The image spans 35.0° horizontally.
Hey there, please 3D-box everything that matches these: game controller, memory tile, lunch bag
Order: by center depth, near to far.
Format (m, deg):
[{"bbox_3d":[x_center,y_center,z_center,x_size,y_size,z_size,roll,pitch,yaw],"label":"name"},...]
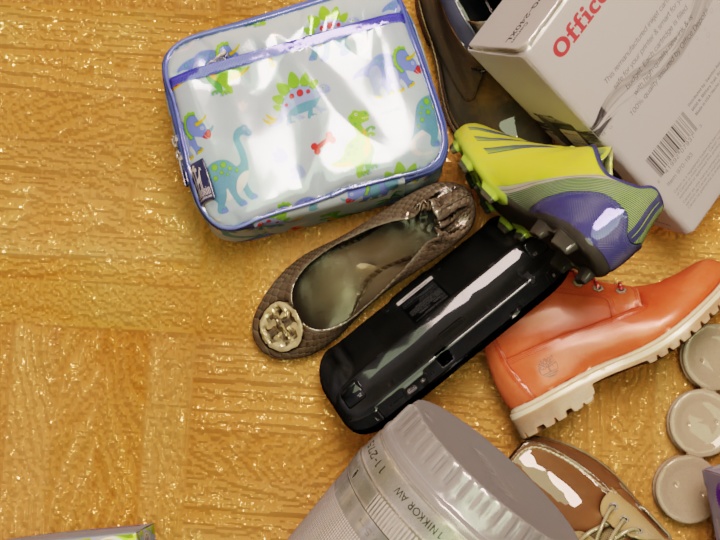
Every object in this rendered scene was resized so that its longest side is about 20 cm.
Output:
[{"bbox_3d":[0.057,0.035,0.829,0.199,0.104,0.042,-38,112,-3],"label":"game controller"},{"bbox_3d":[0.325,0.130,0.851,0.197,0.017,0.155,12,84,2],"label":"memory tile"},{"bbox_3d":[-0.043,-0.118,0.854,0.197,0.082,0.163,-14,81,-1],"label":"lunch bag"}]

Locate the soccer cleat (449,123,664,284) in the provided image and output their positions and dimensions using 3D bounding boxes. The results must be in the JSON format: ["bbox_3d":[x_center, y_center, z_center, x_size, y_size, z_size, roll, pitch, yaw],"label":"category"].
[{"bbox_3d":[0.130,-0.060,0.780,0.084,0.200,0.065,-40,125,-2],"label":"soccer cleat"}]

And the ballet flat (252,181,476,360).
[{"bbox_3d":[0.000,0.000,0.844,0.199,0.046,0.068,-33,88,9],"label":"ballet flat"}]

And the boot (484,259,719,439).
[{"bbox_3d":[0.179,0.028,0.839,0.198,0.075,0.108,-29,79,-1],"label":"boot"}]

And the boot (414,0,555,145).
[{"bbox_3d":[0.094,-0.148,0.844,0.074,0.097,0.202,-26,84,-2],"label":"boot"}]

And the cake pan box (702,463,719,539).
[{"bbox_3d":[0.346,0.209,0.799,0.182,0.052,0.203,-10,89,-13],"label":"cake pan box"}]

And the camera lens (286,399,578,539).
[{"bbox_3d":[0.029,0.210,0.763,0.160,0.160,0.201,40,97,5],"label":"camera lens"}]

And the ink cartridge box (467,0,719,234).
[{"bbox_3d":[0.194,-0.147,0.805,0.200,0.083,0.146,40,85,-27],"label":"ink cartridge box"}]

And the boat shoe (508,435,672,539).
[{"bbox_3d":[0.188,0.196,0.817,0.200,0.074,0.076,41,86,5],"label":"boat shoe"}]

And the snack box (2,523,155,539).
[{"bbox_3d":[-0.225,0.294,0.819,0.166,0.068,0.203,-6,85,1],"label":"snack box"}]
